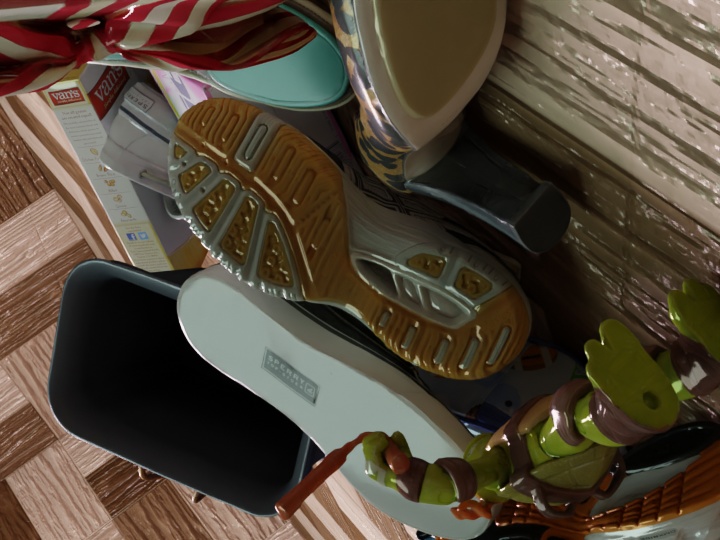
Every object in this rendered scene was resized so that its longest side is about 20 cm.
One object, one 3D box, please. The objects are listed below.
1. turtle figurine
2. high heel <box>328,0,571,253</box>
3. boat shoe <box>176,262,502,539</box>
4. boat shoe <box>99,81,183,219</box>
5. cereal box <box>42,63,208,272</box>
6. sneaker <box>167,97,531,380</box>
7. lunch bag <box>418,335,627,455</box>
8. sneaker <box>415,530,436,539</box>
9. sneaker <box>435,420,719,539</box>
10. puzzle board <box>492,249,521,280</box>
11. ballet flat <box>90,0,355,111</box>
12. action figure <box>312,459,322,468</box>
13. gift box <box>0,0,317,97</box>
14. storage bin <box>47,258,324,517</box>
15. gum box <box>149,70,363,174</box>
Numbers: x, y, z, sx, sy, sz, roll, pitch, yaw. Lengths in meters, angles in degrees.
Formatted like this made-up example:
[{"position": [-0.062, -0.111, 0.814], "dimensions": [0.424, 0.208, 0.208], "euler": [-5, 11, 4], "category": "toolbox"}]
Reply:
[{"position": [0.076, 0.069, 0.552], "dimensions": [0.161, 0.199, 0.065], "euler": [-45, 59, 54], "category": "turtle figurine"}, {"position": [0.004, -0.099, 0.569], "dimensions": [0.142, 0.071, 0.200], "euler": [37, 164, 49], "category": "high heel"}, {"position": [-0.001, 0.053, 0.681], "dimensions": [0.200, 0.064, 0.071], "euler": [38, 129, 19], "category": "boat shoe"}, {"position": [-0.117, -0.066, 0.972], "dimensions": [0.074, 0.067, 0.200], "euler": [38, -178, 39], "category": "boat shoe"}, {"position": [-0.157, -0.101, 1.004], "dimensions": [0.039, 0.144, 0.200], "euler": [-3, 132, 21], "category": "cereal box"}, {"position": [-0.006, -0.015, 0.670], "dimensions": [0.200, 0.076, 0.088], "euler": [35, -166, 5], "category": "sneaker"}, {"position": [0.066, 0.103, 0.768], "dimensions": [0.200, 0.076, 0.161], "euler": [15, 143, 42], "category": "lunch bag"}, {"position": [0.087, 0.190, 0.977], "dimensions": [0.078, 0.090, 0.200], "euler": [49, 166, 20], "category": "sneaker"}, {"position": [0.112, 0.147, 0.638], "dimensions": [0.200, 0.076, 0.092], "euler": [-26, 112, 38], "category": "sneaker"}, {"position": [0.000, 0.000, 0.785], "dimensions": [0.199, 0.017, 0.151], "euler": [24, 151, 18], "category": "puzzle board"}, {"position": [-0.083, -0.138, 0.749], "dimensions": [0.199, 0.070, 0.070], "euler": [16, 154, 16], "category": "ballet flat"}, {"position": [-0.034, 0.082, 1.056], "dimensions": [0.200, 0.134, 0.149], "euler": [45, -174, -9], "category": "action figure"}, {"position": [-0.112, -0.157, 0.469], "dimensions": [0.200, 0.184, 0.188], "euler": [-151, 53, -74], "category": "gift box"}, {"position": [-0.090, 0.074, 0.919], "dimensions": [0.199, 0.146, 0.134], "euler": [19, -165, 24], "category": "storage bin"}, {"position": [-0.054, -0.068, 0.871], "dimensions": [0.113, 0.066, 0.200], "euler": [35, 157, 54], "category": "gum box"}]
